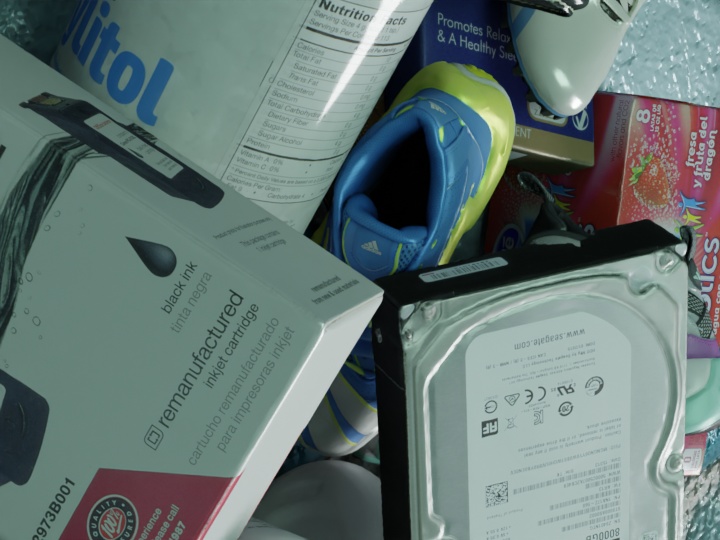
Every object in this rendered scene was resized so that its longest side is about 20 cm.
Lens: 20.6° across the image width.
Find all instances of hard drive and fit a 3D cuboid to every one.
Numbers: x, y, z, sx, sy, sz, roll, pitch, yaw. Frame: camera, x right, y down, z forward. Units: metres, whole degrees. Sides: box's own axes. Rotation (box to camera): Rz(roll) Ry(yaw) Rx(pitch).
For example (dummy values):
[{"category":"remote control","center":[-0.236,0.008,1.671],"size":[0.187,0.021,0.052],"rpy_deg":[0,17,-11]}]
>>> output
[{"category":"hard drive","center":[0.077,0.086,0.877],"size":[0.140,0.038,0.200],"rpy_deg":[-11,116,-20]}]

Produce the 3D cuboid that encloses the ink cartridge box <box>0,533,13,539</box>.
[{"category":"ink cartridge box","center":[-0.214,0.180,0.778],"size":[0.084,0.145,0.200],"rpy_deg":[27,80,-38]}]

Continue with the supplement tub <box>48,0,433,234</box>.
[{"category":"supplement tub","center":[-0.052,-0.097,0.825],"size":[0.132,0.132,0.200],"rpy_deg":[6,123,-40]}]

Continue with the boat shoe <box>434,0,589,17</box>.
[{"category":"boat shoe","center":[0.007,-0.142,0.900],"size":[0.199,0.075,0.066],"rpy_deg":[21,88,-2]}]

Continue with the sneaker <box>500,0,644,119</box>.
[{"category":"sneaker","center":[0.126,-0.162,0.974],"size":[0.072,0.072,0.200],"rpy_deg":[41,58,-30]}]

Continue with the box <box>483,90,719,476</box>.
[{"category":"box","center":[0.129,0.006,1.058],"size":[0.095,0.100,0.200],"rpy_deg":[4,96,-39]}]

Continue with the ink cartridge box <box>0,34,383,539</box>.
[{"category":"ink cartridge box","center":[-0.116,0.018,0.757],"size":[0.145,0.200,0.084],"rpy_deg":[-59,170,15]}]

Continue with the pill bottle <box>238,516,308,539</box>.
[{"category":"pill bottle","center":[-0.067,0.160,0.858],"size":[0.113,0.200,0.114],"rpy_deg":[-8,102,-38]}]

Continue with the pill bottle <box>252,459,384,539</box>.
[{"category":"pill bottle","center":[0.029,0.189,0.995],"size":[0.200,0.120,0.120],"rpy_deg":[38,74,-38]}]

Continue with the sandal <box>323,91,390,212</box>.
[{"category":"sandal","center":[0.010,-0.047,0.981],"size":[0.082,0.055,0.200],"rpy_deg":[-26,113,-33]}]

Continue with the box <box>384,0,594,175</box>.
[{"category":"box","center":[0.064,-0.156,0.988],"size":[0.121,0.032,0.200],"rpy_deg":[9,75,-40]}]

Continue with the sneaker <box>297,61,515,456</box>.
[{"category":"sneaker","center":[0.000,0.000,0.889],"size":[0.200,0.076,0.105],"rpy_deg":[-69,165,16]}]

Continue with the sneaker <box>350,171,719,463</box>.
[{"category":"sneaker","center":[0.078,0.022,0.981],"size":[0.078,0.200,0.140],"rpy_deg":[8,73,-70]}]
